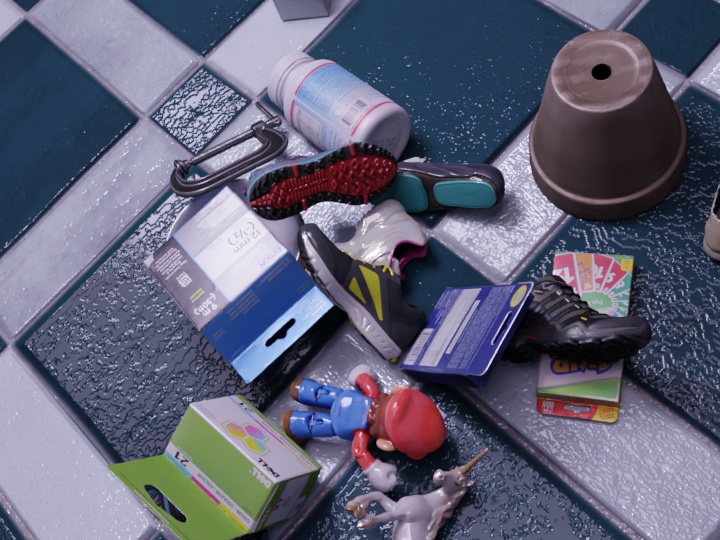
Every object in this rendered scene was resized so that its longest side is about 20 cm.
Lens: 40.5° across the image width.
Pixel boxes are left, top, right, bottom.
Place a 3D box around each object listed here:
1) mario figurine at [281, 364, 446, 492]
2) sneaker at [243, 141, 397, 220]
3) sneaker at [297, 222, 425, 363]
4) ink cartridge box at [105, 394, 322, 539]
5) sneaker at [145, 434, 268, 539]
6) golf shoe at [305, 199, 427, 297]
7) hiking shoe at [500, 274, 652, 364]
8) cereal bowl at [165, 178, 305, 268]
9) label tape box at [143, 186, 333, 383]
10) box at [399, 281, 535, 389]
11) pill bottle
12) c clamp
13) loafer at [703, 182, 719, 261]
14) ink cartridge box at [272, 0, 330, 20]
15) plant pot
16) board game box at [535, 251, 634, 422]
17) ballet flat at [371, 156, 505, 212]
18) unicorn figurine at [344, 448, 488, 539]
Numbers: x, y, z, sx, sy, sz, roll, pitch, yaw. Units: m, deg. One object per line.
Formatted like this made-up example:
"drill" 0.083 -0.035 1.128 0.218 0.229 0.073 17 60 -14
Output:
"mario figurine" 0.011 0.184 1.148 0.197 0.106 0.126 4 100 30
"sneaker" -0.052 -0.125 1.230 0.197 0.081 0.096 -11 24 -15
"sneaker" 0.001 0.014 1.181 0.084 0.201 0.074 -40 15 -7
"ink cartridge box" -0.156 0.219 1.080 0.147 0.199 0.076 36 104 23
"sneaker" -0.182 0.285 1.151 0.082 0.073 0.200 -51 53 2
"golf shoe" 0.000 0.000 1.234 0.200 0.075 0.091 -44 63 -7
"hiking shoe" 0.229 0.048 1.099 0.197 0.076 0.102 -3 65 32
"cereal bowl" -0.155 -0.015 1.281 0.197 0.084 0.203 -7 62 14
"label tape box" -0.149 0.014 1.179 0.143 0.066 0.200 -42 58 -7
"box" 0.125 0.073 1.107 0.032 0.199 0.122 37 74 -16
"pill bottle" -0.034 -0.218 1.334 0.109 0.109 0.199 -46 60 -9
"c clamp" -0.183 -0.162 1.353 0.199 0.027 0.170 -32 36 -19
"loafer" 0.462 -0.105 1.146 0.075 0.068 0.202 19 70 25
"ink cartridge box" -0.091 -0.509 1.481 0.082 0.145 0.203 -1 64 14
"plant pot" 0.296 -0.188 1.181 0.197 0.174 0.203 -7 62 13
"board game box" 0.263 0.074 1.141 0.094 0.030 0.203 4 67 20
"ballet flat" 0.096 -0.114 1.271 0.197 0.073 0.074 3 64 25
"unicorn figurine" 0.053 0.287 1.063 0.135 0.074 0.204 8 84 -20
